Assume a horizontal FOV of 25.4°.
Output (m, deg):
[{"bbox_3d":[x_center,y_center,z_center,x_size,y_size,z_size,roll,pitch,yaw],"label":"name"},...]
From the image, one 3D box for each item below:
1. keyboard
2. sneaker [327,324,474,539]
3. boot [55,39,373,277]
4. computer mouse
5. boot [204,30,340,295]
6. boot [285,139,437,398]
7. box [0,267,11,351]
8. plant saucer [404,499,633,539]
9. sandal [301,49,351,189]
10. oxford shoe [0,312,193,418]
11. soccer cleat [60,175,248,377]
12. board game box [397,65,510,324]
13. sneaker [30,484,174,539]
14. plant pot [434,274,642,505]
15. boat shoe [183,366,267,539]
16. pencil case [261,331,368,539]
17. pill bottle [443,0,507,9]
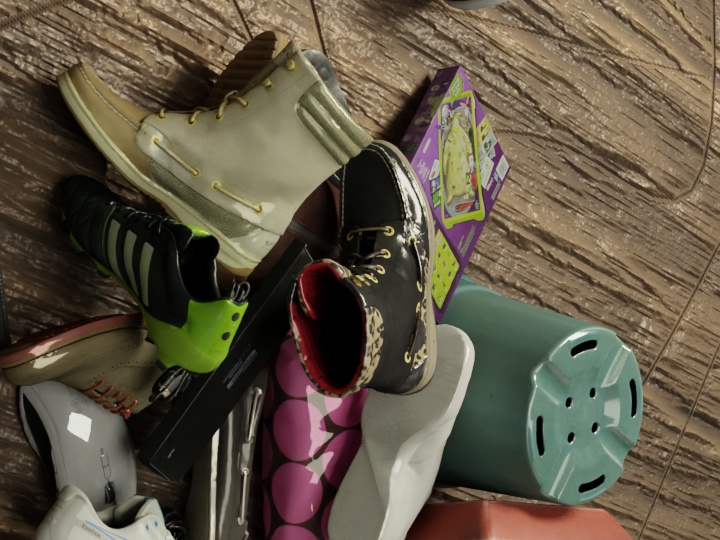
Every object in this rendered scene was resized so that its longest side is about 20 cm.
[{"bbox_3d":[-0.100,0.061,1.181,0.201,0.021,0.127,-55,159,-12],"label":"keyboard"},{"bbox_3d":[0.041,0.141,1.291,0.088,0.075,0.201,30,85,-58],"label":"sneaker"},{"bbox_3d":[-0.105,-0.114,1.157,0.200,0.072,0.155,43,99,-13],"label":"boot"},{"bbox_3d":[-0.198,0.155,1.196,0.109,0.044,0.202,-33,117,-32],"label":"computer mouse"},{"bbox_3d":[-0.053,-0.073,1.271,0.165,0.072,0.202,19,94,-38],"label":"boot"},{"bbox_3d":[0.000,0.000,1.196,0.150,0.072,0.202,-5,91,-67],"label":"boot"},{"bbox_3d":[-0.335,0.002,1.051,0.199,0.044,0.162,-15,107,-39],"label":"box"},{"bbox_3d":[0.104,0.223,1.380,0.199,0.199,0.037,10,74,-42],"label":"plant saucer"},{"bbox_3d":[-0.013,-0.089,1.324,0.076,0.043,0.201,-47,124,-26],"label":"sandal"},{"bbox_3d":[-0.176,0.070,1.147,0.199,0.070,0.076,-7,87,-53],"label":"oxford shoe"},{"bbox_3d":[-0.144,-0.012,1.123,0.067,0.200,0.081,11,122,-52],"label":"soccer cleat"},{"bbox_3d":[0.067,-0.066,1.369,0.201,0.032,0.121,-62,139,-38],"label":"board game box"},{"bbox_3d":[-0.153,0.215,1.175,0.199,0.075,0.087,33,74,-39],"label":"sneaker"},{"bbox_3d":[0.123,0.108,1.373,0.199,0.195,0.202,-6,100,-40],"label":"plant pot"},{"bbox_3d":[-0.104,0.169,1.264,0.056,0.067,0.202,2,92,-26],"label":"boat shoe"},{"bbox_3d":[-0.032,0.140,1.315,0.093,0.090,0.202,-3,100,-44],"label":"pencil case"},{"bbox_3d":[0.088,-0.329,1.332,0.112,0.112,0.201,-40,120,-30],"label":"pill bottle"}]
